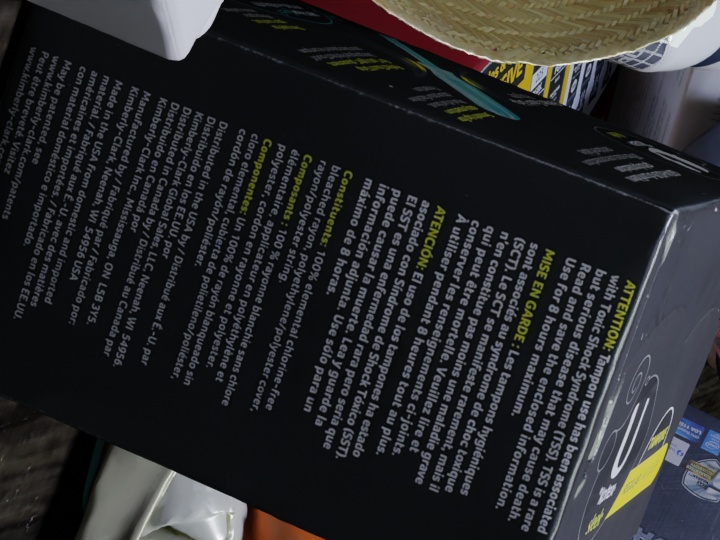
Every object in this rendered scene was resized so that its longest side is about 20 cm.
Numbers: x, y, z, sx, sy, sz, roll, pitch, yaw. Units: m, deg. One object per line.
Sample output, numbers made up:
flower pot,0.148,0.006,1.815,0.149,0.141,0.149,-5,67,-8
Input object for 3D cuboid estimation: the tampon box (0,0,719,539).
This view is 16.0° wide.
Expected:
tampon box,0.000,0.000,0.778,0.150,0.200,0.127,-13,124,-70

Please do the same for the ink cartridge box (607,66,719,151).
ink cartridge box,0.133,-0.124,1.108,0.163,0.057,0.200,101,-12,-51

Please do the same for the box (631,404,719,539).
box,0.060,0.103,1.112,0.158,0.200,0.051,-57,167,-30

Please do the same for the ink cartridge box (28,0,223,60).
ink cartridge box,-0.054,-0.168,0.584,0.145,0.084,0.200,-60,162,-24

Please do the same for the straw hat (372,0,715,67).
straw hat,0.037,-0.155,0.880,0.085,0.201,0.201,-14,-137,60

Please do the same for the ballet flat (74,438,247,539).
ballet flat,-0.077,0.105,0.916,0.200,0.069,0.069,-66,164,-5

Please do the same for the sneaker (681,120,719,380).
sneaker,0.177,0.011,1.064,0.070,0.082,0.200,-31,146,-1

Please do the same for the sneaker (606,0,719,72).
sneaker,0.091,-0.169,0.959,0.080,0.200,0.076,-6,161,-41

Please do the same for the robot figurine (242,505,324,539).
robot figurine,0.002,0.129,0.971,0.144,0.116,0.200,-74,-178,-47

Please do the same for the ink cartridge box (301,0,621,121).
ink cartridge box,0.038,-0.088,0.997,0.200,0.084,0.176,-47,153,-51
